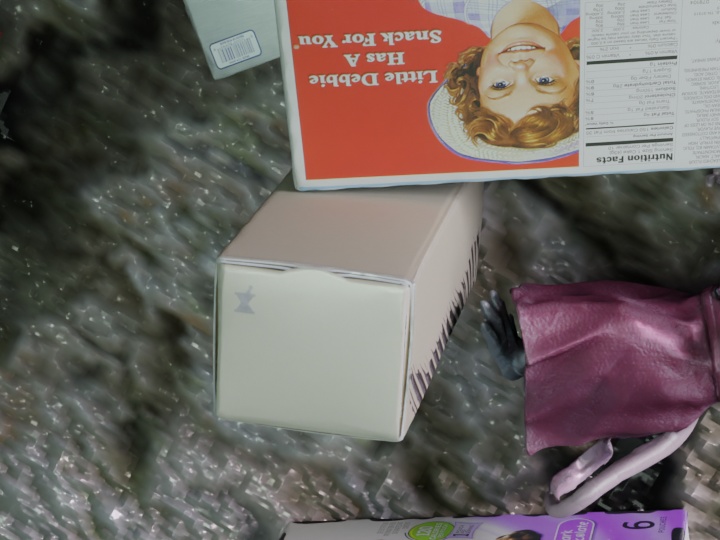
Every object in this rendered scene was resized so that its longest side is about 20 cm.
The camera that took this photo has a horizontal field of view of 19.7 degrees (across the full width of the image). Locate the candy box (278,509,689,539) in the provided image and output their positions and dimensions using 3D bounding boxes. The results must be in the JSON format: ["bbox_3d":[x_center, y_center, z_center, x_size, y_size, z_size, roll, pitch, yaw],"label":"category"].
[{"bbox_3d":[0.045,0.171,0.926,0.198,0.168,0.072,-3,104,13],"label":"candy box"}]

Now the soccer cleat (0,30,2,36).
[{"bbox_3d":[-0.217,-0.189,0.945,0.073,0.068,0.202,-12,100,-9],"label":"soccer cleat"}]

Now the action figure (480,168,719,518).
[{"bbox_3d":[0.157,0.036,0.884,0.198,0.134,0.150,-6,105,16],"label":"action figure"}]

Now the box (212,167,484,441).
[{"bbox_3d":[0.000,0.000,0.871,0.081,0.200,0.069,7,109,11],"label":"box"}]

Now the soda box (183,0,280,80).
[{"bbox_3d":[0.021,-0.148,0.895,0.198,0.068,0.064,-18,102,16],"label":"soda box"}]

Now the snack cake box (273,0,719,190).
[{"bbox_3d":[0.067,-0.100,0.834,0.198,0.068,0.116,-2,135,3],"label":"snack cake box"}]
